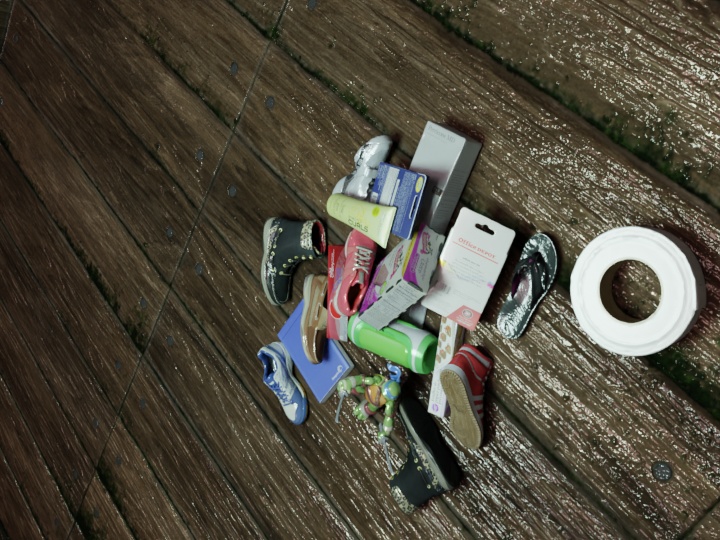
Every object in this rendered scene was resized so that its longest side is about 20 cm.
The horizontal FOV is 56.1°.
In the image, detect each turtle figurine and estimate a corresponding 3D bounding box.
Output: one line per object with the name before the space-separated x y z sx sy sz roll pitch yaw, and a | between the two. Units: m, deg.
turtle figurine | 0.002 0.282 1.377 0.193 0.140 0.206 153 134 -70

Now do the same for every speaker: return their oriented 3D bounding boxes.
speaker | 0.067 0.143 1.395 0.197 0.087 0.091 20 105 36

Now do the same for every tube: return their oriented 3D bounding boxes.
tube | 0.002 -0.110 1.339 0.198 0.051 0.059 29 147 51

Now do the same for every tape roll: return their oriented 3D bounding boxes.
tape roll | 0.445 0.032 1.090 0.198 0.070 0.210 2 93 39

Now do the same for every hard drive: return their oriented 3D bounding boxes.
hard drive | -0.108 0.186 1.577 0.133 0.025 0.202 -51 62 29

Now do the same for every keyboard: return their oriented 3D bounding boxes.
keyboard | 0.126 0.014 1.389 0.055 0.011 0.206 18 104 32

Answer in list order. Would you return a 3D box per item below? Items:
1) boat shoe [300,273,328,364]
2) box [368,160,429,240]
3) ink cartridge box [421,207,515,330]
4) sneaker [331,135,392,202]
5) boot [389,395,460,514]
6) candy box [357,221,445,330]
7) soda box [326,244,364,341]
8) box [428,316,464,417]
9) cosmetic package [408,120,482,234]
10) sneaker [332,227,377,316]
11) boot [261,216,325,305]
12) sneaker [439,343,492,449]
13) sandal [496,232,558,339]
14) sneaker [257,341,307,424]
boat shoe | -0.090 0.106 1.512 0.070 0.076 0.207 -4 78 20
box | 0.074 -0.134 1.296 0.200 0.032 0.125 35 111 63
ink cartridge box | 0.205 -0.008 1.264 0.114 0.067 0.205 26 110 11
sneaker | 0.024 -0.179 1.421 0.201 0.074 0.116 -49 64 35
boot | 0.101 0.383 1.390 0.154 0.072 0.206 -47 63 34
candy box | 0.076 0.015 1.310 0.200 0.060 0.139 -44 21 54
soda box | -0.030 0.047 1.477 0.062 0.069 0.207 5 96 39
box | 0.172 0.186 1.340 0.038 0.041 0.207 14 101 37
cosmetic package | 0.146 -0.176 1.317 0.101 0.073 0.205 33 112 35
sneaker | 0.000 0.000 1.390 0.087 0.072 0.206 -160 83 -74
boot | -0.155 -0.021 1.566 0.150 0.073 0.211 2 94 36
sneaker | 0.215 0.239 1.301 0.070 0.113 0.205 5 125 35
sandal | 0.300 0.033 1.221 0.074 0.047 0.206 29 110 34
sneaker | -0.193 0.274 1.613 0.074 0.087 0.205 -31 75 33
